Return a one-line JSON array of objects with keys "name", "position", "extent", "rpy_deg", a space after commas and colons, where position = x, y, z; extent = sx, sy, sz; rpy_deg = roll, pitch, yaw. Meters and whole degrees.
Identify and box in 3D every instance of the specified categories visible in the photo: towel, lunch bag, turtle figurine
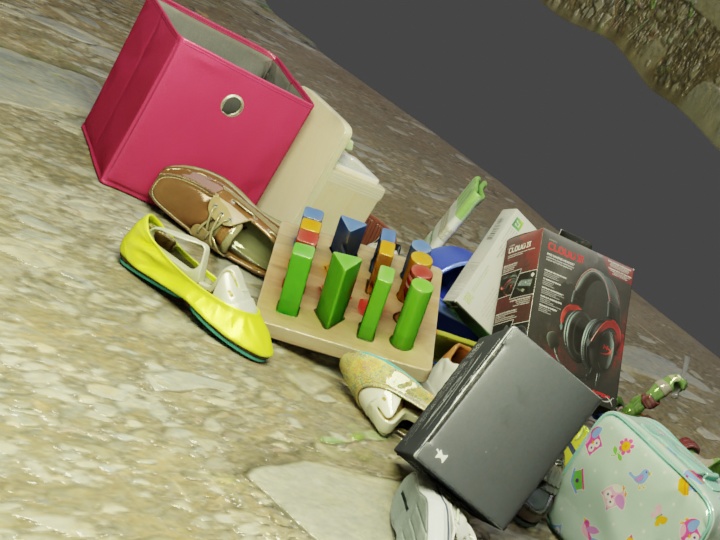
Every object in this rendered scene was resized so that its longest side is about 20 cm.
[{"name": "towel", "position": [0.099, -0.029, 1.902], "extent": [0.031, 0.201, 0.149], "rpy_deg": [37, 14, -4]}, {"name": "towel", "position": [0.086, 0.090, 1.711], "extent": [0.198, 0.018, 0.086], "rpy_deg": [17, -21, -30]}, {"name": "lunch bag", "position": [0.289, 0.245, 1.462], "extent": [0.077, 0.161, 0.200], "rpy_deg": [19, 18, -40]}, {"name": "turtle figurine", "position": [0.406, 0.211, 1.862], "extent": [0.199, 0.145, 0.194], "rpy_deg": [14, 26, -40]}]

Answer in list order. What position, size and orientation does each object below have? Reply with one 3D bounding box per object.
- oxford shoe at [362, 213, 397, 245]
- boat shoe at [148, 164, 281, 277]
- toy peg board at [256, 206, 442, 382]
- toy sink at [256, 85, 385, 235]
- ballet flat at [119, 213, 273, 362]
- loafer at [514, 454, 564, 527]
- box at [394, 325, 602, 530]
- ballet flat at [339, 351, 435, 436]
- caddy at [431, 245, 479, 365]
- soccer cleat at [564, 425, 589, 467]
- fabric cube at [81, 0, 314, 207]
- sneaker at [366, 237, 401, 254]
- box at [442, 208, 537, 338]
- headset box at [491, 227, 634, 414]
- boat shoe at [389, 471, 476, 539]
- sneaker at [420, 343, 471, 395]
[{"name": "oxford shoe", "position": [-0.039, -0.074, 2.023], "extent": [0.199, 0.071, 0.074], "rpy_deg": [26, 13, -25]}, {"name": "boat shoe", "position": [-0.154, -0.055, 1.707], "extent": [0.199, 0.076, 0.074], "rpy_deg": [29, 18, -11]}, {"name": "toy peg board", "position": [0.000, 0.000, 1.600], "extent": [0.198, 0.099, 0.200], "rpy_deg": [17, 34, -3]}, {"name": "toy sink", "position": [-0.056, -0.105, 1.825], "extent": [0.111, 0.201, 0.130], "rpy_deg": [18, 18, -41]}, {"name": "ballet flat", "position": [-0.159, 0.012, 1.483], "extent": [0.199, 0.067, 0.067], "rpy_deg": [36, 14, 13]}, {"name": "loafer", "position": [0.185, 0.176, 1.534], "extent": [0.071, 0.063, 0.201], "rpy_deg": [33, 38, -17]}, {"name": "box", "position": [0.120, 0.143, 1.337], "extent": [0.104, 0.148, 0.200], "rpy_deg": [39, -5, 0]}, {"name": "ballet flat", "position": [0.055, 0.154, 1.488], "extent": [0.199, 0.071, 0.071], "rpy_deg": [32, 14, 8]}, {"name": "caddy", "position": [0.142, 0.059, 1.817], "extent": [0.199, 0.142, 0.105], "rpy_deg": [24, 11, -26]}, {"name": "soccer cleat", "position": [0.234, 0.189, 1.686], "extent": [0.199, 0.084, 0.065], "rpy_deg": [20, 19, -39]}, {"name": "fabric cube", "position": [-0.206, -0.191, 1.796], "extent": [0.195, 0.200, 0.200], "rpy_deg": [25, 15, -28]}, {"name": "sneaker", "position": [0.008, 0.004, 1.842], "extent": [0.073, 0.080, 0.200], "rpy_deg": [31, 15, -2]}, {"name": "box", "position": [0.208, 0.044, 1.778], "extent": [0.200, 0.145, 0.036], "rpy_deg": [43, -20, -21]}, {"name": "headset box", "position": [0.237, 0.053, 1.716], "extent": [0.148, 0.202, 0.075], "rpy_deg": [23, -22, -27]}, {"name": "boat shoe", "position": [0.068, 0.226, 1.233], "extent": [0.066, 0.074, 0.200], "rpy_deg": [27, 14, -7]}, {"name": "sneaker", "position": [0.127, 0.146, 1.610], "extent": [0.072, 0.085, 0.200], "rpy_deg": [25, 17, -31]}]
